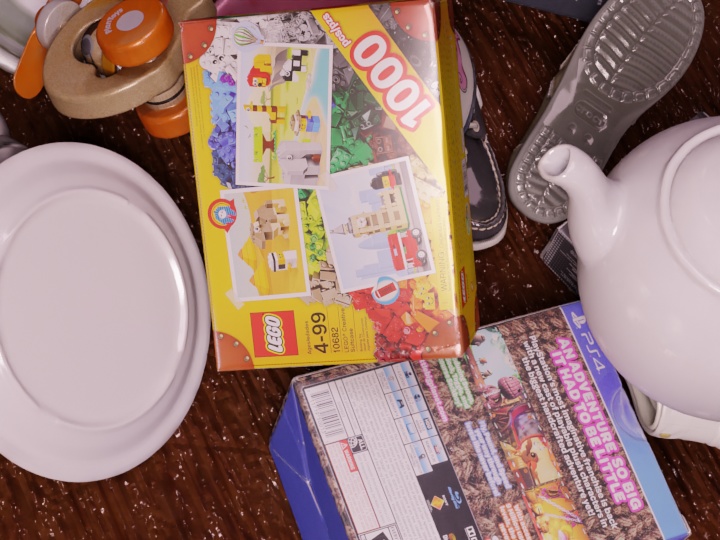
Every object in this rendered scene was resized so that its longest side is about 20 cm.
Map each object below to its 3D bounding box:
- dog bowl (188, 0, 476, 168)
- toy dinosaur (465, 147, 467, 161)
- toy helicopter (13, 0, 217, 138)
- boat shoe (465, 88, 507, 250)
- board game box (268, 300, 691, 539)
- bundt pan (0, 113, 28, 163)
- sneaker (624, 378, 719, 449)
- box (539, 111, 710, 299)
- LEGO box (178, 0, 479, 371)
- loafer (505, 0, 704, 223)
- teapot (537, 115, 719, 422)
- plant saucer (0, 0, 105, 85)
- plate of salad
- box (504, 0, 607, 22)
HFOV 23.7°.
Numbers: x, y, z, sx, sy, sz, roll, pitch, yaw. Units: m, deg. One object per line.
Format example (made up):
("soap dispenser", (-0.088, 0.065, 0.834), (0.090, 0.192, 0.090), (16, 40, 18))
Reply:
("dog bowl", (-0.029, -0.121, 1.106), (0.199, 0.074, 0.201), (-10, 55, 15))
("toy dinosaur", (0.000, 0.000, 1.110), (0.199, 0.077, 0.102), (-34, 59, -6))
("toy helicopter", (-0.150, -0.174, 1.103), (0.131, 0.079, 0.201), (-2, 50, 23))
("boat shoe", (0.051, -0.110, 1.176), (0.073, 0.060, 0.201), (-11, 66, -18))
("board game box", (0.067, 0.129, 1.032), (0.199, 0.097, 0.160), (-13, 66, -19))
("bundt pan", (-0.285, -0.039, 1.037), (0.200, 0.076, 0.203), (7, 68, -17))
("sneaker", (0.221, 0.017, 1.091), (0.115, 0.074, 0.201), (9, 63, -10))
("box", (0.247, 0.008, 1.169), (0.160, 0.044, 0.200), (-38, 76, -26))
("LEGO box", (-0.015, -0.052, 0.992), (0.148, 0.077, 0.202), (-4, 100, 11))
("loafer", (0.158, -0.121, 1.174), (0.075, 0.070, 0.200), (40, 82, -10))
("teapot", (0.227, -0.015, 0.994), (0.199, 0.146, 0.198), (-31, 71, -18))
("plant saucer", (-0.198, -0.214, 1.163), (0.199, 0.050, 0.202), (4, 79, -19))
("plate of salad", (-0.172, 0.025, 1.025), (0.199, 0.048, 0.202), (7, 80, -44))
("box", (0.109, -0.273, 1.223), (0.198, 0.108, 0.149), (13, 38, -7))
